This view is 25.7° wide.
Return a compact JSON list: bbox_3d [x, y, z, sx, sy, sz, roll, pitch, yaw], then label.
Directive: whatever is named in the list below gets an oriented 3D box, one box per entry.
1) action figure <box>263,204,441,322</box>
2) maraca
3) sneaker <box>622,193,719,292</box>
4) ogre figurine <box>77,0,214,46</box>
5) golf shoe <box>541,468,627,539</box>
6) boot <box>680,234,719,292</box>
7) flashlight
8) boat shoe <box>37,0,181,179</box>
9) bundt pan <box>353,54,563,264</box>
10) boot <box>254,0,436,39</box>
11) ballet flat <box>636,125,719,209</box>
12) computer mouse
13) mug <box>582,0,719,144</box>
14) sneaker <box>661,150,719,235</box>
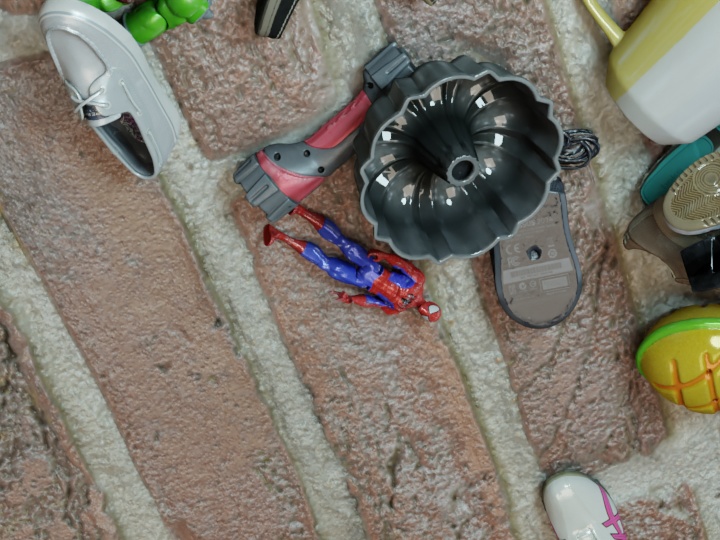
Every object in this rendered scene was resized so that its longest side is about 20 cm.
[{"bbox_3d":[0.000,0.000,1.559,0.199,0.052,0.066,29,107,-24],"label":"action figure"},{"bbox_3d":[0.383,0.095,1.625,0.199,0.107,0.137,11,146,-9],"label":"maraca"},{"bbox_3d":[0.345,-0.014,1.541,0.199,0.071,0.075,29,142,-24],"label":"sneaker"},{"bbox_3d":[-0.194,-0.267,1.355,0.119,0.098,0.201,-6,115,2],"label":"ogre figurine"},{"bbox_3d":[0.263,0.304,1.737,0.072,0.092,0.200,-27,117,9],"label":"golf shoe"},{"bbox_3d":[0.411,-0.039,1.442,0.199,0.066,0.165,-6,156,-39],"label":"boot"},{"bbox_3d":[-0.027,-0.132,1.475,0.200,0.068,0.068,-42,149,11],"label":"flashlight"},{"bbox_3d":[-0.226,-0.156,1.393,0.072,0.069,0.200,-1,146,19],"label":"boat shoe"},{"bbox_3d":[0.081,-0.110,1.445,0.201,0.076,0.203,-11,127,-15],"label":"bundt pan"},{"bbox_3d":[0.003,-0.274,1.397,0.150,0.073,0.201,21,108,-19],"label":"boot"},{"bbox_3d":[0.353,-0.127,1.539,0.072,0.072,0.200,36,110,-24],"label":"ballet flat"},{"bbox_3d":[0.172,-0.043,1.561,0.138,0.053,0.201,-7,107,-2],"label":"computer mouse"},{"bbox_3d":[0.300,-0.211,1.456,0.153,0.187,0.149,-44,149,25],"label":"mug"},{"bbox_3d":[0.371,-0.080,1.479,0.199,0.071,0.113,-32,157,-4],"label":"sneaker"}]
